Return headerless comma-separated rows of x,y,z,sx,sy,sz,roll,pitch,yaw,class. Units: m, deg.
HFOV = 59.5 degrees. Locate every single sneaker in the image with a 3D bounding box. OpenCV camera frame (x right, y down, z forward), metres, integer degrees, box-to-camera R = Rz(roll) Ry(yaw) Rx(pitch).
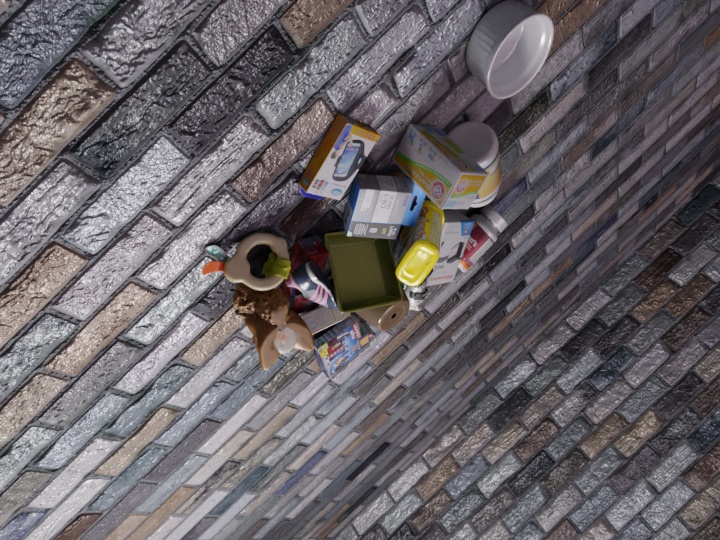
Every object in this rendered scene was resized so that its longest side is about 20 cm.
0.161,0.062,1.789,0.073,0.089,0.201,-23,161,-40,sneaker
-0.115,0.045,1.508,0.081,0.071,0.201,-24,146,6,sneaker

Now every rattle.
-0.264,-0.019,1.415,0.195,0.143,0.133,-12,108,-18,rattle

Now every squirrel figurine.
-0.225,0.107,1.499,0.140,0.186,0.204,-26,121,-22,squirrel figurine

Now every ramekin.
0.333,-0.505,1.430,0.198,0.098,0.203,-29,147,-21,ramekin

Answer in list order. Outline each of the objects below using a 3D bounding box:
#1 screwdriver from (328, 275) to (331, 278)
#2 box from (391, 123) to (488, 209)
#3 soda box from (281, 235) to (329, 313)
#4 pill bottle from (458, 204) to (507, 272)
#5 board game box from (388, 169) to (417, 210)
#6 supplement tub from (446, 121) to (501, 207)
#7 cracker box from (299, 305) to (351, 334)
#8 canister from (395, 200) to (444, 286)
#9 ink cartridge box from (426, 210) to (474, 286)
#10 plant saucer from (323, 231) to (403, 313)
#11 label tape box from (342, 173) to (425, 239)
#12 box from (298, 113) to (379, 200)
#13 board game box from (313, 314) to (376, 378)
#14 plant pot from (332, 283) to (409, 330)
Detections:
-0.074,0.012,1.680,0.199,0.028,0.029,-40,-179,-6,screwdriver
0.186,-0.244,1.484,0.111,0.201,0.102,-6,136,-44,box
-0.142,0.015,1.559,0.062,0.070,0.203,-14,140,-36,soda box
0.354,-0.102,1.953,0.200,0.110,0.109,-46,150,7,pill bottle
0.095,-0.169,1.632,0.157,0.039,0.201,-37,149,-10,board game box
0.292,-0.270,1.633,0.144,0.145,0.201,-39,149,-4,supplement tub
-0.134,0.139,1.647,0.132,0.059,0.199,-27,176,35,cracker box
0.157,-0.072,1.665,0.150,0.085,0.202,-57,-169,35,canister
0.234,-0.067,1.842,0.143,0.083,0.204,-7,122,-46,ink cartridge box
0.000,0.000,1.611,0.196,0.205,0.048,-8,172,-33,plant saucer
0.068,-0.151,1.529,0.195,0.067,0.145,4,132,-17,label tape box
-0.052,-0.234,1.380,0.118,0.042,0.202,4,124,-51,box
-0.049,0.210,1.924,0.198,0.062,0.202,-34,149,-16,board game box
0.046,0.064,1.740,0.198,0.175,0.202,-30,147,-21,plant pot
